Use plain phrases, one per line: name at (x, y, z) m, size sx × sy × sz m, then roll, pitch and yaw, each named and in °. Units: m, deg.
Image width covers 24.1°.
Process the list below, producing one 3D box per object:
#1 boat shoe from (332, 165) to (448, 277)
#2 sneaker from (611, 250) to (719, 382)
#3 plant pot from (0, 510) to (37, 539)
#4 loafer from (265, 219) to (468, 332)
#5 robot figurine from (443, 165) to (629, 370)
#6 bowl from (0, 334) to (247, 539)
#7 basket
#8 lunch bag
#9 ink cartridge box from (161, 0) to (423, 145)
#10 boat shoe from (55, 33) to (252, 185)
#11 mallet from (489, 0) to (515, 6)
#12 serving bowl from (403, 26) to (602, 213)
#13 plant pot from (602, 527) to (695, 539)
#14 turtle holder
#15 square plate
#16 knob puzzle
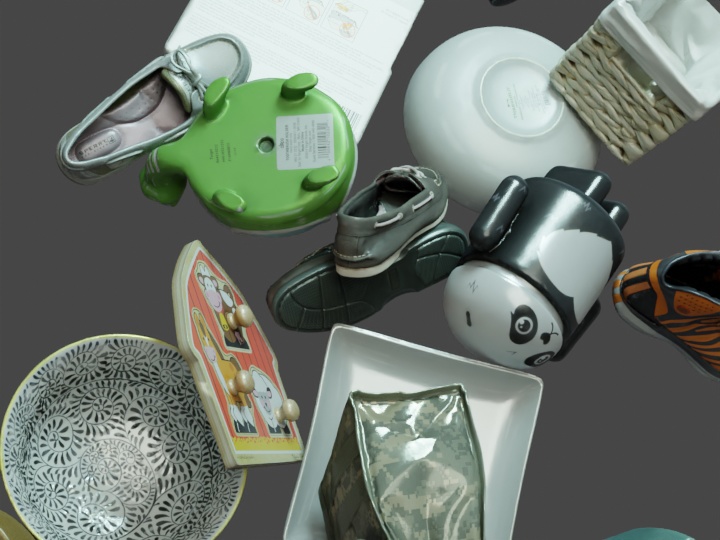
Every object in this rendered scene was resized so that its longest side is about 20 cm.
boat shoe at (0.031, -0.060, 1.507) m, size 0.067 × 0.057 × 0.200 m, roll 7°, pitch 29°, yaw 21°
sneaker at (0.338, 0.044, 1.548) m, size 0.200 × 0.112 × 0.078 m, roll 22°, pitch 65°, yaw -23°
plant pot at (-0.310, 0.246, 1.271) m, size 0.186 × 0.200 × 0.187 m, roll 5°, pitch 67°, yaw -12°
loafer at (0.000, 0.000, 1.531) m, size 0.200 × 0.072 × 0.063 m, roll -19°, pitch 35°, yaw -22°
robot figurine at (0.162, -0.003, 1.528) m, size 0.150 × 0.125 × 0.200 m, roll 38°, pitch 68°, yaw 1°
bowl at (-0.200, 0.162, 1.386) m, size 0.201 × 0.094 × 0.201 m, roll 7°, pitch 65°, yaw -16°
basket at (0.290, -0.210, 1.613) m, size 0.136 × 0.123 × 0.200 m, roll 49°, pitch 45°, yaw 0°
lunch bag at (0.038, 0.217, 1.335) m, size 0.117 × 0.164 × 0.200 m, roll -4°, pitch 58°, yaw -13°
ink cartridge box at (-0.063, -0.224, 1.603) m, size 0.200 × 0.045 × 0.176 m, roll 27°, pitch 66°, yaw -3°
boat shoe at (-0.183, -0.146, 1.510) m, size 0.202 × 0.065 × 0.074 m, roll -32°, pitch 94°, yaw -11°
mallet at (0.201, -0.327, 1.720) m, size 0.200 × 0.041 × 0.066 m, roll -23°, pitch 80°, yaw -26°
serving bowl at (0.146, -0.152, 1.618) m, size 0.200 × 0.066 × 0.200 m, roll 5°, pitch 68°, yaw -13°
plant pot at (0.237, 0.300, 1.389) m, size 0.141 × 0.200 × 0.141 m, roll 44°, pitch 66°, yaw 5°
turtle holder at (-0.092, -0.084, 1.491) m, size 0.185 × 0.132 × 0.141 m, roll -32°, pitch 72°, yaw -5°
square plate at (0.046, 0.166, 1.473) m, size 0.198 × 0.028 × 0.200 m, roll 15°, pitch 76°, yaw -9°
knob puzzle at (-0.100, 0.065, 1.406) m, size 0.030 × 0.220 × 0.220 m, roll -23°, pitch 74°, yaw 14°
